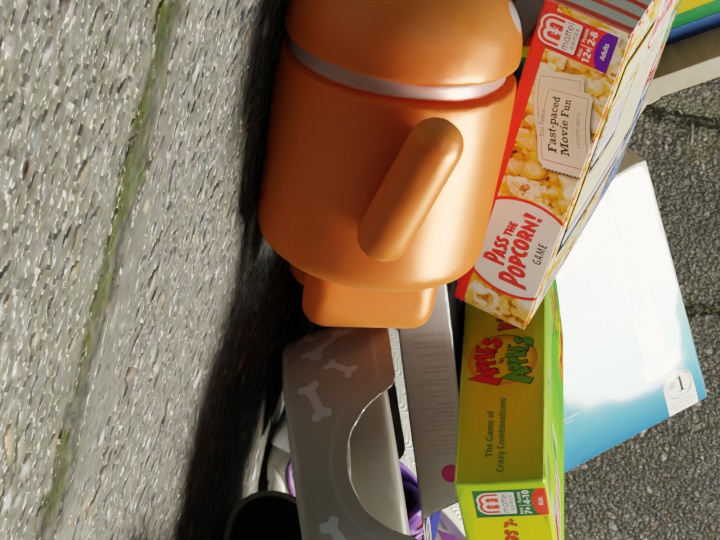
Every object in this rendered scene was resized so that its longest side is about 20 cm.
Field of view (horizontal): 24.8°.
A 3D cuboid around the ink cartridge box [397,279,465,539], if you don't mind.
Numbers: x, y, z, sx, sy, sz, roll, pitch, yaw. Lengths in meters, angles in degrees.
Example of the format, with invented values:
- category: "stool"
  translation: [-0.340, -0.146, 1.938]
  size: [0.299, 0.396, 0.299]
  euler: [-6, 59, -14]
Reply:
- category: "ink cartridge box"
  translation: [0.045, 0.058, 0.930]
  size: [0.095, 0.037, 0.201]
  euler: [-68, 154, -69]

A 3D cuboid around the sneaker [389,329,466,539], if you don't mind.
- category: "sneaker"
  translation: [0.034, 0.116, 1.119]
  size: [0.074, 0.200, 0.116]
  euler: [-39, -166, -13]

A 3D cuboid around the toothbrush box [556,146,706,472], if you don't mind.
- category: "toothbrush box"
  translation: [0.130, 0.023, 1.086]
  size: [0.085, 0.146, 0.200]
  euler: [51, -14, 56]

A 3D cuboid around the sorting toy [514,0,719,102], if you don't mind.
- category: "sorting toy"
  translation: [0.128, -0.192, 1.014]
  size: [0.070, 0.198, 0.200]
  euler: [54, 23, -52]

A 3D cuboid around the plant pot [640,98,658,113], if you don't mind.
- category: "plant pot"
  translation: [0.097, -0.098, 1.176]
  size: [0.201, 0.200, 0.184]
  euler: [79, 35, -73]

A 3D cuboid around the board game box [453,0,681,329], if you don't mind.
- category: "board game box"
  translation: [0.117, -0.090, 0.851]
  size: [0.152, 0.046, 0.200]
  euler: [-54, 165, -44]

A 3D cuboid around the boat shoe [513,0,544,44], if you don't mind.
- category: "boat shoe"
  translation: [0.039, -0.112, 0.865]
  size: [0.200, 0.066, 0.070]
  euler: [-54, -175, 27]

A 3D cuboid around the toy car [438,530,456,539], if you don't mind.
- category: "toy car"
  translation: [0.058, 0.171, 1.323]
  size: [0.200, 0.175, 0.150]
  euler: [84, 22, -70]

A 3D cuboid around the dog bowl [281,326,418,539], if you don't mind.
- category: "dog bowl"
  translation: [0.000, 0.121, 0.860]
  size: [0.200, 0.058, 0.201]
  euler: [171, -90, -90]

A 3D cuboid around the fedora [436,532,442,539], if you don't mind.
- category: "fedora"
  translation: [-0.001, 0.228, 1.167]
  size: [0.200, 0.177, 0.091]
  euler: [-41, 115, -51]

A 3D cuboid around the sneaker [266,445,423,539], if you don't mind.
- category: "sneaker"
  translation: [0.018, 0.173, 1.046]
  size: [0.200, 0.083, 0.081]
  euler: [53, 41, -32]

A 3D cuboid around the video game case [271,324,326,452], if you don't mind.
- category: "video game case"
  translation: [0.000, 0.000, 1.016]
  size: [0.200, 0.018, 0.143]
  euler: [-71, -172, -49]

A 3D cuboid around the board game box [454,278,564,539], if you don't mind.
- category: "board game box"
  translation: [0.086, 0.074, 0.919]
  size: [0.200, 0.047, 0.102]
  euler: [-82, 165, -47]

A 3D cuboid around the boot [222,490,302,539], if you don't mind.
- category: "boot"
  translation: [-0.062, 0.243, 0.948]
  size: [0.144, 0.072, 0.200]
  euler: [91, 10, -64]

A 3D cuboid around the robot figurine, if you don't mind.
- category: "robot figurine"
  translation: [0.014, -0.069, 0.778]
  size: [0.144, 0.116, 0.200]
  euler: [-38, 143, -55]
